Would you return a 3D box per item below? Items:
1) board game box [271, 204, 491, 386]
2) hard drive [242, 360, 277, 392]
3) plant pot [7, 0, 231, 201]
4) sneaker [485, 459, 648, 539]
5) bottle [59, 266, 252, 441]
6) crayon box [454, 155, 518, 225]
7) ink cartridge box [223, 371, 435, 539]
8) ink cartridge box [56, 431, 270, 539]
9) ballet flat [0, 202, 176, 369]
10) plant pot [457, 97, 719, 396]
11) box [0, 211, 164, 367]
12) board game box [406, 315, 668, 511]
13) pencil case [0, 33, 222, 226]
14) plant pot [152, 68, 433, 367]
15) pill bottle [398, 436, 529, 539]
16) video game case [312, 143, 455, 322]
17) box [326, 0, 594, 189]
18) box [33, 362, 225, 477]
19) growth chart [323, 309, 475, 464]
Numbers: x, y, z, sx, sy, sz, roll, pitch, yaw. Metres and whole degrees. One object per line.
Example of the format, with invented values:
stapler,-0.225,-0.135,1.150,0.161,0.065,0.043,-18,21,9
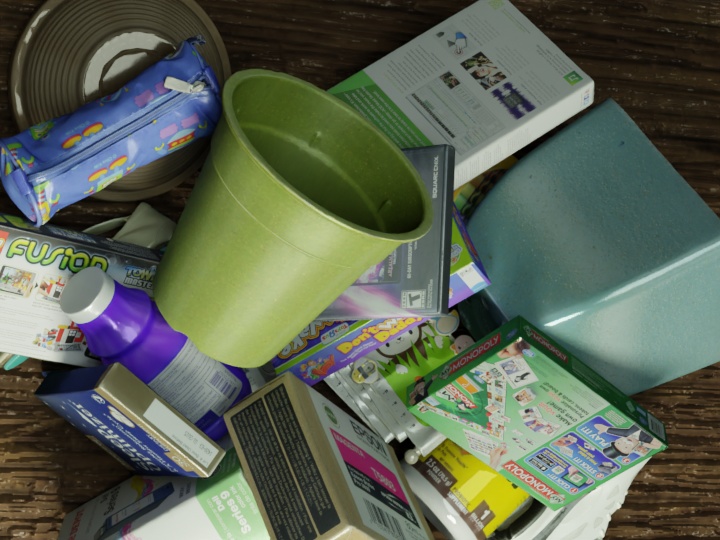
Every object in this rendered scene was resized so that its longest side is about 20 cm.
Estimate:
board game box,0.000,0.000,1.530,0.199,0.135,0.045,-30,145,11
hard drive,-0.117,0.128,1.579,0.139,0.038,0.201,-31,105,-2
plant pot,-0.201,-0.159,1.498,0.199,0.093,0.203,-2,97,-18
sneaker,0.227,0.239,1.714,0.200,0.076,0.116,-37,115,-3
bottle,-0.175,0.070,1.466,0.084,0.065,0.200,-45,131,-1
crayon box,0.080,-0.075,1.626,0.200,0.052,0.126,37,84,-20
ink cartridge box,-0.015,0.199,1.472,0.075,0.165,0.200,-34,144,12
ink cartridge box,-0.164,0.226,1.501,0.199,0.145,0.088,-31,103,7
ballet flat,-0.250,0.008,1.524,0.199,0.069,0.070,-35,106,-14
plant pot,0.195,0.007,1.565,0.199,0.197,0.196,-27,145,-11
box,-0.255,0.020,1.450,0.199,0.035,0.111,15,106,-39
board game box,0.156,0.129,1.522,0.134,0.029,0.200,-34,125,31
pencil case,-0.199,-0.113,1.409,0.199,0.087,0.078,-30,94,-13
plant pot,-0.075,-0.028,1.414,0.199,0.201,0.190,28,118,-20
pill bottle,0.136,0.161,1.643,0.200,0.109,0.109,-43,108,-10
video game case,-0.012,-0.028,1.481,0.019,0.199,0.144,19,71,-57
box,0.086,-0.153,1.537,0.199,0.144,0.036,-31,148,-16
box,-0.205,0.129,1.475,0.121,0.200,0.032,42,68,-18
growth chart,0.028,0.078,1.611,0.200,0.018,0.145,41,81,6
